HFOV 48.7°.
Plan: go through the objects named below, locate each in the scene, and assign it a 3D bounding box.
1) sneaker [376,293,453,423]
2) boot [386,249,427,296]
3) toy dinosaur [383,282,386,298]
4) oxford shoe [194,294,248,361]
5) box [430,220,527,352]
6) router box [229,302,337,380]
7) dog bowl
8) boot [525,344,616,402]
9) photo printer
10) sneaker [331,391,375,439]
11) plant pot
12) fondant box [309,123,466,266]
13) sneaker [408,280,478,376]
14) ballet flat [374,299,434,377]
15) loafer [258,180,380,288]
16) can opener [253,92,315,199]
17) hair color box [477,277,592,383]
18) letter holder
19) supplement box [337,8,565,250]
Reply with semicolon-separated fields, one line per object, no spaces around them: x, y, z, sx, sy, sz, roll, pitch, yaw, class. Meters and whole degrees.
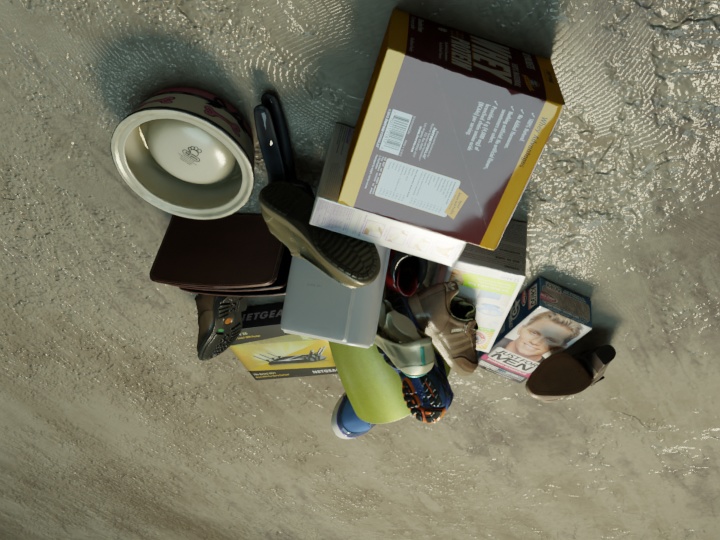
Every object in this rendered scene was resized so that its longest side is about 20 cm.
0.083;0.130;1.208;0.075;0.201;0.078;-25;171;30;sneaker
0.061;0.001;1.165;0.072;0.145;0.201;11;142;-2;boot
0.000;0.000;1.200;0.058;0.102;0.199;12;174;-36;toy dinosaur
-0.247;0.075;1.358;0.084;0.072;0.201;48;134;26;oxford shoe
0.169;0.019;1.192;0.112;0.102;0.201;13;141;-1;box
-0.134;0.128;1.437;0.198;0.053;0.158;-8;136;23;router box
-0.235;-0.164;1.095;0.198;0.074;0.201;7;140;6;dog bowl
0.329;0.184;1.311;0.199;0.071;0.146;-17;159;-22;boot
-0.034;0.001;1.134;0.069;0.202;0.166;14;175;-40;photo printer
0.052;0.214;1.385;0.081;0.200;0.146;58;145;-3;sneaker
0.022;0.111;1.298;0.186;0.188;0.201;-17;119;30;plant pot
0.044;-0.100;1.045;0.198;0.145;0.058;16;140;-5;fondant box
0.143;0.087;1.145;0.075;0.071;0.200;-28;138;13;sneaker
0.040;0.077;1.126;0.200;0.069;0.070;36;169;51;ballet flat
-0.054;-0.043;1.059;0.200;0.076;0.068;42;152;19;loafer
-0.109;-0.151;1.093;0.078;0.064;0.201;-2;129;12;can opener
0.276;0.102;1.298;0.099;0.061;0.200;22;139;-13;hair color box
-0.203;-0.003;1.227;0.198;0.143;0.101;1;140;12;letter holder
0.099;-0.163;0.928;0.198;0.133;0.198;16;125;-6;supplement box
